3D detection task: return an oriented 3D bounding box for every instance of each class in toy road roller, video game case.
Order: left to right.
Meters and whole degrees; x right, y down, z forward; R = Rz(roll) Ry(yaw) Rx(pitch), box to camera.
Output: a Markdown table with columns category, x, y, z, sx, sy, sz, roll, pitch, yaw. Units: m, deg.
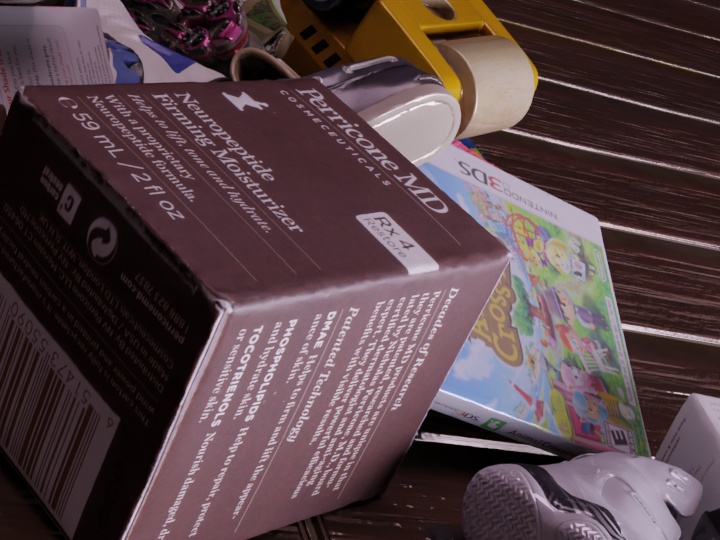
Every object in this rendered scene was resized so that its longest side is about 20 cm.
| category | x | y | z | sx | sy | sz | roll | pitch | yaw |
| --- | --- | --- | --- | --- | --- | --- | --- | --- | --- |
| toy road roller | 0.019 | -0.154 | 1.091 | 0.122 | 0.146 | 0.200 | -16 | 60 | -49 |
| video game case | 0.094 | 0.017 | 0.887 | 0.181 | 0.022 | 0.202 | 23 | 45 | -31 |

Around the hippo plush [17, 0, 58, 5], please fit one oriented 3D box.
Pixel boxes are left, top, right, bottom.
| category | x | y | z | sx | sy | sz | roll | pitch | yaw |
| --- | --- | --- | --- | --- | --- | --- | --- | --- | --- |
| hippo plush | -0.303 | -0.301 | 1.218 | 0.199 | 0.161 | 0.161 | 24 | -5 | -21 |

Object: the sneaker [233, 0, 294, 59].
| category | x | y | z | sx | sy | sz | roll | pitch | yaw |
| --- | --- | --- | --- | --- | --- | --- | --- | --- | --- |
| sneaker | -0.088 | -0.185 | 1.230 | 0.088 | 0.078 | 0.201 | -10 | 32 | -5 |

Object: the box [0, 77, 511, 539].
| category | x | y | z | sx | sy | sz | roll | pitch | yaw |
| --- | --- | --- | --- | --- | --- | --- | --- | --- | --- |
| box | -0.070 | 0.018 | 0.712 | 0.199 | 0.165 | 0.166 | -10 | 45 | -48 |

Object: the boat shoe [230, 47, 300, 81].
| category | x | y | z | sx | sy | sz | roll | pitch | yaw |
| --- | --- | --- | --- | --- | --- | --- | --- | --- | --- |
| boat shoe | -0.037 | -0.081 | 1.009 | 0.201 | 0.072 | 0.065 | 57 | 0 | 38 |

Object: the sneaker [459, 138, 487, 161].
| category | x | y | z | sx | sy | sz | roll | pitch | yaw |
| --- | --- | --- | --- | --- | --- | --- | --- | --- | --- |
| sneaker | 0.035 | -0.103 | 1.151 | 0.078 | 0.066 | 0.201 | 6 | 30 | -23 |

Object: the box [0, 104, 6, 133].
| category | x | y | z | sx | sy | sz | roll | pitch | yaw |
| --- | --- | --- | --- | --- | --- | --- | --- | --- | --- |
| box | -0.271 | -0.031 | 0.713 | 0.198 | 0.075 | 0.101 | -3 | 79 | -39 |

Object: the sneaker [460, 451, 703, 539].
| category | x | y | z | sx | sy | sz | roll | pitch | yaw |
| --- | --- | --- | --- | --- | --- | --- | --- | --- | --- |
| sneaker | 0.154 | 0.157 | 0.738 | 0.114 | 0.076 | 0.199 | -11 | 38 | -45 |

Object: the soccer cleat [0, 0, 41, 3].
| category | x | y | z | sx | sy | sz | roll | pitch | yaw |
| --- | --- | --- | --- | --- | --- | --- | --- | --- | --- |
| soccer cleat | -0.240 | -0.194 | 0.890 | 0.199 | 0.070 | 0.077 | 19 | 14 | 38 |

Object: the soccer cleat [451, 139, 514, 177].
| category | x | y | z | sx | sy | sz | roll | pitch | yaw |
| --- | --- | --- | --- | --- | --- | --- | --- | --- | --- |
| soccer cleat | 0.076 | -0.054 | 0.997 | 0.200 | 0.076 | 0.067 | 47 | 17 | -15 |

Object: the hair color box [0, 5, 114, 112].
| category | x | y | z | sx | sy | sz | roll | pitch | yaw |
| --- | --- | --- | --- | --- | --- | --- | --- | --- | --- |
| hair color box | -0.239 | -0.096 | 0.861 | 0.064 | 0.112 | 0.199 | -15 | -4 | 40 |

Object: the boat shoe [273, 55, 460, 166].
| category | x | y | z | sx | sy | sz | roll | pitch | yaw |
| --- | --- | --- | --- | --- | --- | --- | --- | --- | --- |
| boat shoe | -0.042 | -0.077 | 0.846 | 0.198 | 0.073 | 0.063 | -18 | 48 | -17 |

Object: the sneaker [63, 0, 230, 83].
| category | x | y | z | sx | sy | sz | roll | pitch | yaw |
| --- | --- | --- | --- | --- | --- | --- | --- | --- | --- |
| sneaker | -0.162 | -0.135 | 1.057 | 0.114 | 0.081 | 0.200 | 21 | 19 | -30 |

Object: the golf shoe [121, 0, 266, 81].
| category | x | y | z | sx | sy | sz | roll | pitch | yaw |
| --- | --- | --- | --- | --- | --- | --- | --- | --- | --- |
| golf shoe | -0.151 | -0.180 | 1.163 | 0.199 | 0.073 | 0.092 | 28 | -21 | 39 |

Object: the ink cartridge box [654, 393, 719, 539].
| category | x | y | z | sx | sy | sz | roll | pitch | yaw |
| --- | --- | --- | --- | --- | --- | --- | --- | --- | --- |
| ink cartridge box | 0.256 | 0.167 | 0.792 | 0.146 | 0.086 | 0.201 | 13 | 26 | -18 |
